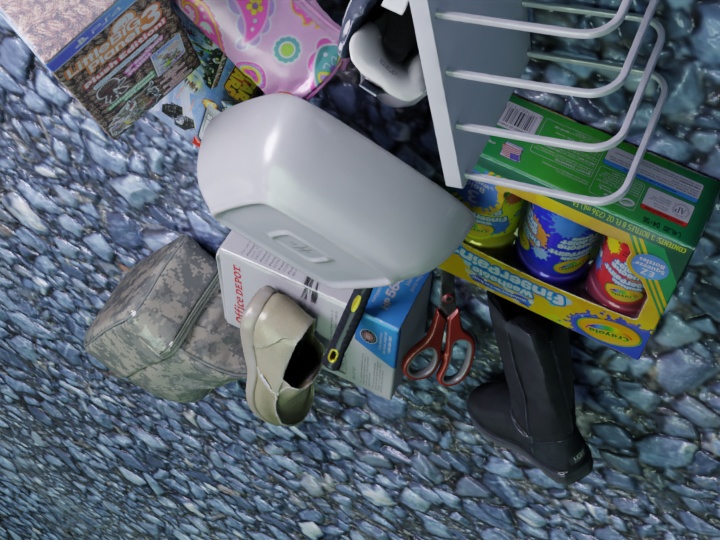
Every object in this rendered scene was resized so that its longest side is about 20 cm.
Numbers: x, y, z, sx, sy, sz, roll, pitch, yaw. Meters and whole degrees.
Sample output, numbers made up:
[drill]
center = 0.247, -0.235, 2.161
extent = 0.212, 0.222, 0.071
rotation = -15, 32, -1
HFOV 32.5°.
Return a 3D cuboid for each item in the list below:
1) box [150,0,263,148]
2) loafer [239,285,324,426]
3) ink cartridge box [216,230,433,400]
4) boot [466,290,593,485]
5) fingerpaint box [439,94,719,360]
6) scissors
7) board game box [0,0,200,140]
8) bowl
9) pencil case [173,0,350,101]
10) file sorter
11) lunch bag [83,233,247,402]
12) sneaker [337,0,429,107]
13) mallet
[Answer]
[box]
center = -0.141, -0.188, 1.071
extent = 0.136, 0.040, 0.200
rotation = 37, 149, -7
[loafer]
center = -0.072, 0.099, 1.221
extent = 0.068, 0.076, 0.201
rotation = 24, 150, 23
[ink cartridge box]
center = -0.036, 0.027, 1.243
extent = 0.198, 0.085, 0.147
rotation = 25, 150, 13
[boot]
center = 0.146, 0.093, 1.186
extent = 0.164, 0.065, 0.201
rotation = 29, 150, 45
[fingerpaint box]
center = 0.162, -0.035, 0.985
extent = 0.198, 0.074, 0.168
rotation = 26, 149, 11
[scissors]
center = 0.089, 0.033, 1.181
extent = 0.072, 0.014, 0.202
rotation = 3, 125, -14
[board game box]
center = -0.218, -0.208, 0.909
extent = 0.160, 0.097, 0.200
rotation = 48, 176, 7
[bowl]
center = -0.033, -0.049, 0.974
extent = 0.199, 0.075, 0.199
rotation = 32, 165, -22
[pencil case]
center = -0.091, -0.211, 0.899
extent = 0.200, 0.088, 0.087
rotation = 48, 146, -17
[file sorter]
center = 0.121, -0.160, 0.779
extent = 0.123, 0.140, 0.201
rotation = 13, 145, 24
[lunch bag]
center = -0.199, 0.071, 1.400
extent = 0.167, 0.140, 0.199
rotation = 41, 149, -15
[sneaker]
center = 0.022, -0.151, 0.848
extent = 0.079, 0.130, 0.200
rotation = 26, 149, -1
[mallet]
center = 0.000, 0.000, 1.125
extent = 0.066, 0.041, 0.201
rotation = 35, 115, 7
